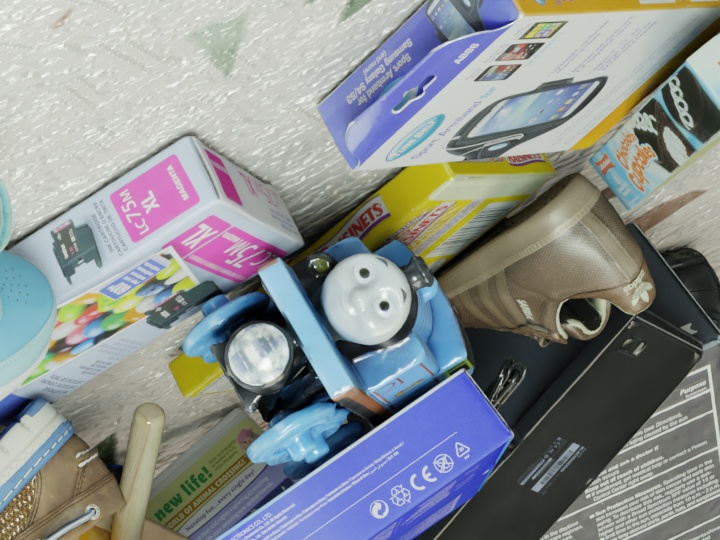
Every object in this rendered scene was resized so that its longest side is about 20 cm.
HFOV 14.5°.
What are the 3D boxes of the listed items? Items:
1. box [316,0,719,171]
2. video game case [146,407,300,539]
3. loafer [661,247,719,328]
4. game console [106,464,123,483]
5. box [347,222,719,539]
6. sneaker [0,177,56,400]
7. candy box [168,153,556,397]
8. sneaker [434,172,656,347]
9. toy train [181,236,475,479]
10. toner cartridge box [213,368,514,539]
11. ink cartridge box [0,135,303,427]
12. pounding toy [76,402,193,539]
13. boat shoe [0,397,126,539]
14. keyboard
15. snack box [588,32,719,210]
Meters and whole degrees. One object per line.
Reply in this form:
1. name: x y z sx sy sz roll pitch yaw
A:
1. box: 0.072 -0.095 1.255 0.199 0.042 0.119 -5 152 -49
2. video game case: -0.075 0.200 1.547 0.200 0.182 0.022 -41 170 -26
3. loafer: 0.144 0.045 1.723 0.200 0.071 0.068 -18 160 -30
4. game console: -0.215 0.204 1.537 0.171 0.119 0.200 -40 160 35
5. box: 0.108 0.109 1.632 0.199 0.123 0.199 -23 134 -10
6. sneaker: -0.159 -0.002 1.092 0.130 0.080 0.200 -36 163 29
7. candy box: 0.000 0.000 1.438 0.200 0.026 0.102 -39 160 29
8. sneaker: 0.086 0.013 1.458 0.070 0.076 0.200 -41 -178 -20
9. toy train: -0.011 0.035 1.324 0.114 0.087 0.200 -33 169 2
10. toner cartridge box: -0.024 0.129 1.336 0.200 0.043 0.095 -33 169 -19
11. ink cartridge box: -0.131 0.017 1.260 0.199 0.042 0.119 -30 164 10
12. pounding toy: -0.152 0.167 1.401 0.141 0.201 0.184 12 169 24
13. boat shoe: -0.183 0.152 1.254 0.200 0.072 0.072 -49 -178 -10
14. keyboard: 0.086 0.093 1.513 0.200 0.021 0.127 -50 138 14
15. snack box: 0.181 -0.094 1.334 0.116 0.037 0.200 -38 177 -13
